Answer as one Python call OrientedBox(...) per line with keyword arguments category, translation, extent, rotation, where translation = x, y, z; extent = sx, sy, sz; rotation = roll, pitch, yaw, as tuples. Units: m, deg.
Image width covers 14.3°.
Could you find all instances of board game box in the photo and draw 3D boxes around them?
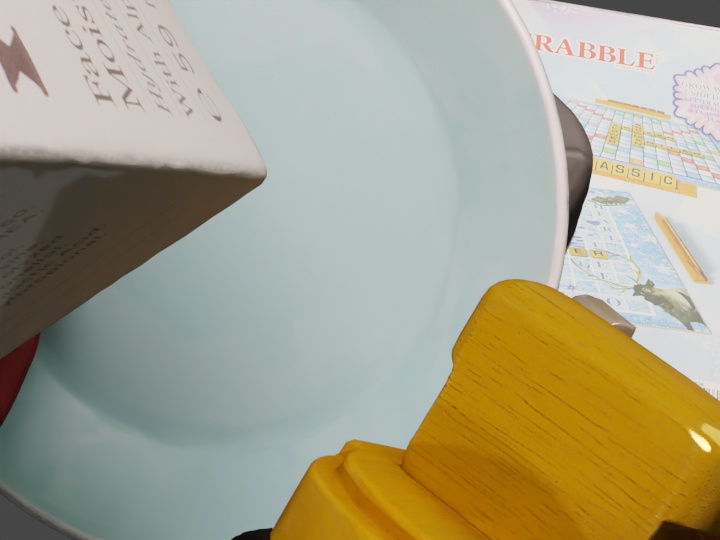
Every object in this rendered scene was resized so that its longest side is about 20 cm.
OrientedBox(category="board game box", translation=(0.059, -0.018, 1.072), extent=(0.199, 0.041, 0.200), rotation=(10, 53, -3))

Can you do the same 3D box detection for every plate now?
OrientedBox(category="plate", translation=(-0.039, -0.018, 0.791), extent=(0.200, 0.200, 0.026), rotation=(33, 8, 12))

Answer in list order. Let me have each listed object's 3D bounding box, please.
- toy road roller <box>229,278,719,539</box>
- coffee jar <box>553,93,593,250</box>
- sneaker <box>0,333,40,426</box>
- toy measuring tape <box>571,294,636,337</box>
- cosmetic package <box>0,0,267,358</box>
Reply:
OrientedBox(category="toy road roller", translation=(0.056, 0.089, 0.730), extent=(0.123, 0.146, 0.200), rotation=(37, 12, 32))
OrientedBox(category="coffee jar", translation=(0.000, 0.000, 0.898), extent=(0.104, 0.085, 0.200), rotation=(35, -29, 4))
OrientedBox(category="sneaker", translation=(-0.168, -0.029, 0.750), extent=(0.200, 0.113, 0.071), rotation=(28, 10, -17))
OrientedBox(category="toy measuring tape", translation=(0.088, 0.098, 0.902), extent=(0.074, 0.074, 0.200), rotation=(44, -13, 53))
OrientedBox(category="cosmetic package", translation=(-0.154, -0.048, 0.592), extent=(0.165, 0.165, 0.200), rotation=(60, 16, 9))
